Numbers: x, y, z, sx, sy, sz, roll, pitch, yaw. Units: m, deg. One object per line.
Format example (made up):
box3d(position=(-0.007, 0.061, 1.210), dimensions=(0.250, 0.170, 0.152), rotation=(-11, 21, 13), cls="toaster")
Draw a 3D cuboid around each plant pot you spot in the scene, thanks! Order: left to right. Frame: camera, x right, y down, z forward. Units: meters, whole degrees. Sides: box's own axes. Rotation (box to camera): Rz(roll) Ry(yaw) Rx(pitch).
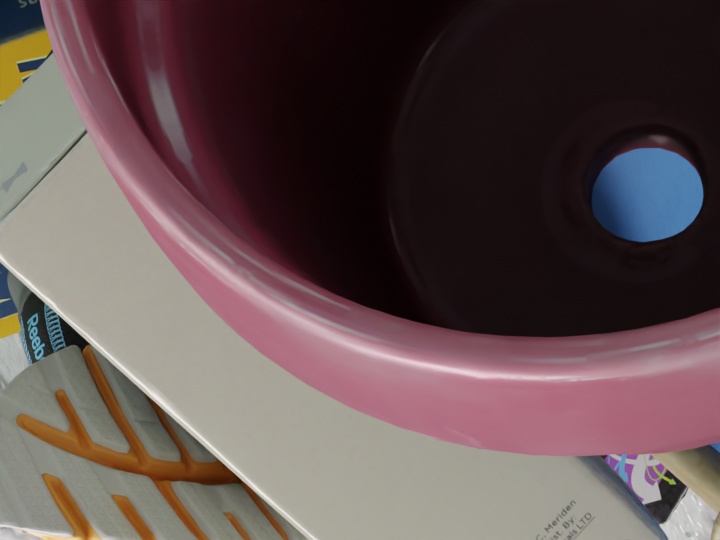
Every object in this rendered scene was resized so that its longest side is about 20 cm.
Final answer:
box3d(position=(0.049, -0.047, 0.616), dimensions=(0.201, 0.199, 0.179), rotation=(57, 178, 21), cls="plant pot")

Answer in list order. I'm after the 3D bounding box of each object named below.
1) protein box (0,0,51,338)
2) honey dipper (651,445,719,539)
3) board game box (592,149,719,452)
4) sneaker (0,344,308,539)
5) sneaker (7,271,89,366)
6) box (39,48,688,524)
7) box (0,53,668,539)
box3d(position=(-0.147, -0.094, 1.125), dimensions=(0.135, 0.197, 0.200), rotation=(77, 170, -46), cls="protein box")
box3d(position=(0.075, 0.042, 0.792), dimensions=(0.200, 0.038, 0.038), rotation=(40, 154, 51), cls="honey dipper")
box3d(position=(0.126, 0.026, 0.759), dimensions=(0.200, 0.039, 0.158), rotation=(55, 158, 22), cls="board game box")
box3d(position=(-0.046, 0.073, 0.884), dimensions=(0.077, 0.199, 0.079), rotation=(-47, 58, 29), cls="sneaker")
box3d(position=(-0.037, 0.047, 1.091), dimensions=(0.073, 0.199, 0.082), rotation=(-51, 36, 37), cls="sneaker")
box3d(position=(0.000, 0.000, 0.932), dimensions=(0.199, 0.036, 0.143), rotation=(27, -171, -30), cls="box")
box3d(position=(-0.013, 0.022, 0.801), dimensions=(0.200, 0.068, 0.082), rotation=(44, -177, -22), cls="box")
